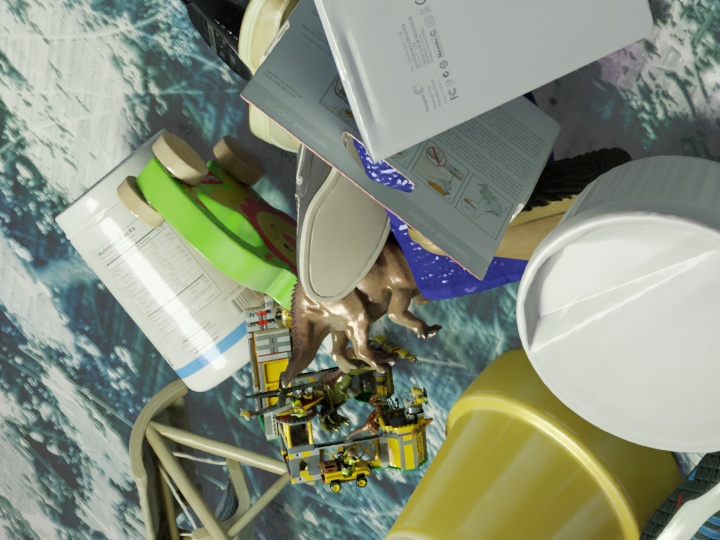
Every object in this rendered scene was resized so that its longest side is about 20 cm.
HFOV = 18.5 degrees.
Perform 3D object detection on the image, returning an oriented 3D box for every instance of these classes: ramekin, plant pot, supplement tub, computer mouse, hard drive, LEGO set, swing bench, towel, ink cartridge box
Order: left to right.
[{"bbox_3d":[-0.156,-0.008,1.926,0.200,0.132,0.132,51,151,-6],"label":"supplement tub"},{"bbox_3d":[-0.135,-0.226,1.742,0.200,0.034,0.059,47,168,11],"label":"computer mouse"},{"bbox_3d":[-0.150,0.252,2.236,0.199,0.130,0.200,32,148,27],"label":"swing bench"},{"bbox_3d":[-0.023,0.084,1.816,0.200,0.152,0.117,-100,4,-67],"label":"LEGO set"},{"bbox_3d":[0.023,-0.095,1.454,0.199,0.174,0.044,37,136,-7],"label":"ink cartridge box"},{"bbox_3d":[0.077,-0.075,1.597,0.147,0.050,0.201,-9,122,27],"label":"towel"},{"bbox_3d":[0.077,-0.164,1.364,0.025,0.199,0.133,55,168,54],"label":"hard drive"},{"bbox_3d":[0.122,0.194,1.742,0.200,0.189,0.202,33,148,25],"label":"plant pot"},{"bbox_3d":[0.208,0.015,1.450,0.201,0.095,0.204,12,133,13],"label":"ramekin"}]

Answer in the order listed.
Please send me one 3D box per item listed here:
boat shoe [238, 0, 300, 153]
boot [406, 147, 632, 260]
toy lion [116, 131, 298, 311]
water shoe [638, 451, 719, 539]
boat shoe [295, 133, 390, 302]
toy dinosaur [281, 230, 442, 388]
[{"bbox_3d":[-0.048,-0.155,1.666,0.063,0.073,0.201,29,150,16],"label":"boat shoe"},{"bbox_3d":[0.138,0.022,1.569,0.174,0.066,0.201,-9,126,14],"label":"boot"},{"bbox_3d":[-0.082,-0.023,1.785,0.192,0.069,0.200,46,-166,13],"label":"toy lion"},{"bbox_3d":[0.278,0.177,1.629,0.079,0.072,0.200,31,139,-3],"label":"water shoe"},{"bbox_3d":[-0.015,-0.078,1.654,0.063,0.072,0.202,33,117,56],"label":"boat shoe"},{"bbox_3d":[0.000,0.000,1.712,0.136,0.199,0.086,54,180,-11],"label":"toy dinosaur"}]
